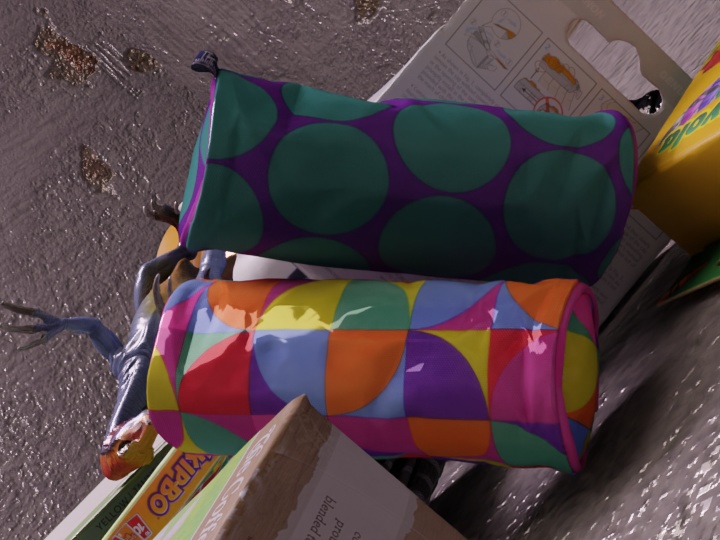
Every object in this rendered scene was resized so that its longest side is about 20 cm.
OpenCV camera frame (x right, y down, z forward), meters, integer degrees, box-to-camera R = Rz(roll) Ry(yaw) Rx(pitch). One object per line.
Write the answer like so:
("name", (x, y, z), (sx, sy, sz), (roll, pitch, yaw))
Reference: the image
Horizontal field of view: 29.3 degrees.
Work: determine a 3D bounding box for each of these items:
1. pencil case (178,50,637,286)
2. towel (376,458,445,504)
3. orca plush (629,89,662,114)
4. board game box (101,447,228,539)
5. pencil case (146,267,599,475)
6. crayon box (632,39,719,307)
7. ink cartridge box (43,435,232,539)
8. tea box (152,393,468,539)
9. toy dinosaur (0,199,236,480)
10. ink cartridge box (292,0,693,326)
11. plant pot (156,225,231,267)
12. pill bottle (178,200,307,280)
("pencil case", (0.020, -0.042, 0.619), (0.093, 0.197, 0.086), (-91, 8, -57))
("towel", (-0.038, 0.155, 0.688), (0.200, 0.085, 0.166), (-47, 5, 37))
("orca plush", (0.133, -0.066, 0.810), (0.106, 0.071, 0.200), (-54, 8, -35))
("board game box", (-0.109, 0.142, 0.744), (0.096, 0.030, 0.200), (-53, -3, -17))
("pencil case", (0.005, 0.043, 0.593), (0.197, 0.089, 0.089), (1, 32, 23))
("crayon box", (0.193, -0.085, 0.602), (0.201, 0.051, 0.127), (-54, 8, -26))
("ink cartridge box", (-0.128, 0.134, 0.864), (0.146, 0.048, 0.200), (-45, 6, -19))
("tea box", (-0.053, 0.182, 0.397), (0.197, 0.133, 0.200), (-45, 8, 33))
("toy dinosaur", (-0.105, 0.041, 0.818), (0.104, 0.199, 0.184), (-8, 67, 37))
("ink cartridge box", (0.072, -0.043, 0.693), (0.201, 0.162, 0.050), (-50, 8, -4))
("plant pot", (-0.059, 0.004, 1.280), (0.182, 0.201, 0.201), (-24, 21, 39))
("pill bottle", (0.000, 0.000, 0.767), (0.111, 0.200, 0.111), (-48, 7, 8))
